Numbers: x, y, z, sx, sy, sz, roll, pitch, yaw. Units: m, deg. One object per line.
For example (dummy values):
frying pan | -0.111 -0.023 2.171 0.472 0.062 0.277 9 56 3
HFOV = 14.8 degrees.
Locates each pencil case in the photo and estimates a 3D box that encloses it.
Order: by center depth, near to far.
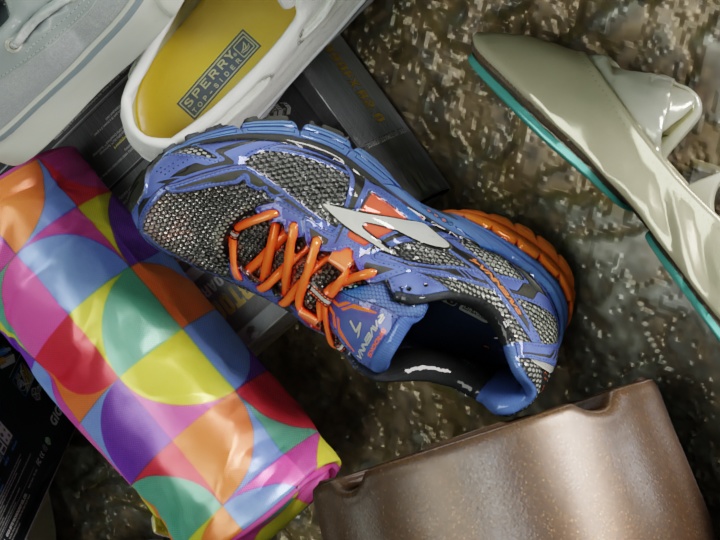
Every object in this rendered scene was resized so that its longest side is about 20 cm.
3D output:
pencil case | -0.097 0.042 1.190 0.088 0.088 0.200 -43 81 30

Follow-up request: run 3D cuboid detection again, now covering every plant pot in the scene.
plant pot | 0.079 0.159 1.127 0.199 0.200 0.200 -20 84 31

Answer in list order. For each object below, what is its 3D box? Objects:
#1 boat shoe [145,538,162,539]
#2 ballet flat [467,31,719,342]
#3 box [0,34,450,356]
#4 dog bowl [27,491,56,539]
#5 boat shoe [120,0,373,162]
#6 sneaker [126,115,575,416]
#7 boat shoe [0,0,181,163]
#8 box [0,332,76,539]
boat shoe | -0.071 0.218 1.283 0.071 0.070 0.202 -31 85 34
ballet flat | 0.128 -0.036 1.120 0.200 0.069 0.069 49 120 7
box | -0.080 -0.038 1.234 0.200 0.048 0.159 -41 83 30
dog bowl | -0.232 0.110 1.268 0.079 0.200 0.201 -26 90 28
boat shoe | -0.033 -0.129 1.125 0.075 0.086 0.202 40 92 7
sneaker | 0.000 0.000 1.128 0.199 0.079 0.076 18 128 -14
boat shoe | -0.121 -0.117 1.097 0.201 0.071 0.070 -44 37 37
box | -0.206 0.063 1.215 0.046 0.200 0.159 -27 115 28
